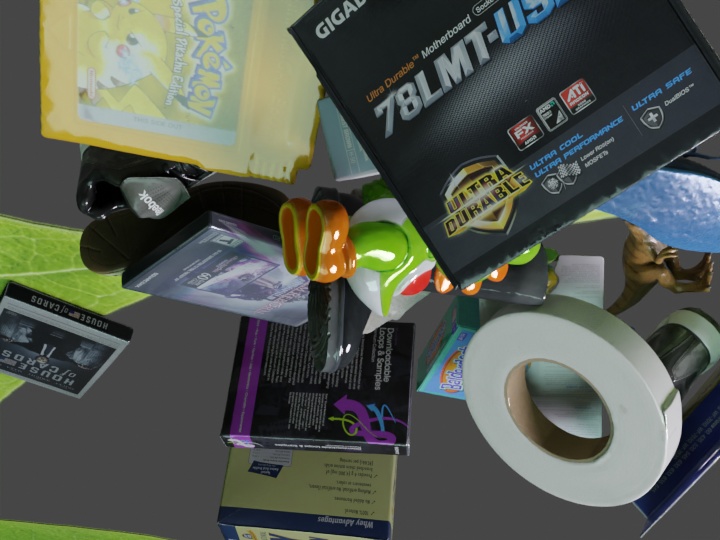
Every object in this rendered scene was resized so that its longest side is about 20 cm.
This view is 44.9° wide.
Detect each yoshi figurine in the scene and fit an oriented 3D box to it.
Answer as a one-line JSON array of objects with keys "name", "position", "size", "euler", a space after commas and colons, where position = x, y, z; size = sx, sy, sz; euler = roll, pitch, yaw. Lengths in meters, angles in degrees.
[{"name": "yoshi figurine", "position": [0.046, -0.044, 0.647], "size": [0.198, 0.113, 0.112], "euler": [-3, 146, -24]}]

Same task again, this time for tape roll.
[{"name": "tape roll", "position": [0.183, 0.117, 0.778], "size": [0.202, 0.037, 0.204], "euler": [23, 129, 31]}]

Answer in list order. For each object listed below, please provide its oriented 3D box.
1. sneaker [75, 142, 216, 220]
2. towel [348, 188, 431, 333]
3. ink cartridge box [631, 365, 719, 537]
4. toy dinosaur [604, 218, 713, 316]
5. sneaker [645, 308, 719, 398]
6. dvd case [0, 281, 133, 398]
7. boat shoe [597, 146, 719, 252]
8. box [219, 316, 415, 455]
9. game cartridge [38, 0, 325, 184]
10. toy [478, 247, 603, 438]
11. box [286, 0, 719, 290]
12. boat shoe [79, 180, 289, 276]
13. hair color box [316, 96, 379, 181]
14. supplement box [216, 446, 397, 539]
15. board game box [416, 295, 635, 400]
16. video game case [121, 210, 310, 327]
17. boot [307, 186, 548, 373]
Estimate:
[{"name": "sneaker", "position": [-0.151, -0.084, 0.703], "size": [0.198, 0.091, 0.067], "euler": [-11, 143, 23]}, {"name": "towel", "position": [0.000, 0.000, 0.851], "size": [0.132, 0.035, 0.200], "euler": [22, 143, -22]}, {"name": "ink cartridge box", "position": [0.326, 0.135, 0.813], "size": [0.198, 0.047, 0.199], "euler": [-56, 158, 21]}, {"name": "toy dinosaur", "position": [0.264, -0.001, 0.801], "size": [0.105, 0.061, 0.201], "euler": [11, 145, 15]}, {"name": "sneaker", "position": [0.264, 0.112, 0.820], "size": [0.066, 0.090, 0.201], "euler": [44, 156, 19]}, {"name": "dvd case", "position": [-0.378, 0.091, 1.055], "size": [0.149, 0.025, 0.200], "euler": [24, 141, -23]}, {"name": "boat shoe", "position": [0.223, -0.078, 0.675], "size": [0.198, 0.069, 0.084], "euler": [22, 131, -15]}, {"name": "box", "position": [-0.041, 0.122, 0.939], "size": [0.198, 0.144, 0.036], "euler": [1, 148, 8]}, {"name": "game cartridge", "position": [-0.118, -0.153, 0.601], "size": [0.198, 0.033, 0.178], "euler": [11, 126, -5]}, {"name": "toy", "position": [0.176, 0.069, 0.846], "size": [0.114, 0.047, 0.202], "euler": [1, 120, 15]}, {"name": "box", "position": [0.086, -0.122, 0.517], "size": [0.199, 0.050, 0.199], "euler": [-32, 93, 27]}, {"name": "boat shoe", "position": [-0.154, -0.035, 0.804], "size": [0.198, 0.074, 0.065], "euler": [-7, 171, 5]}, {"name": "hair color box", "position": [0.082, -0.115, 0.605], "size": [0.198, 0.061, 0.099], "euler": [-11, -175, 24]}, {"name": "supplement box", "position": [-0.055, 0.241, 1.063], "size": [0.198, 0.201, 0.135], "euler": [4, 146, 4]}, {"name": "board game box", "position": [0.176, 0.098, 0.953], "size": [0.198, 0.045, 0.153], "euler": [11, 144, -9]}, {"name": "video game case", "position": [-0.092, 0.005, 0.787], "size": [0.199, 0.019, 0.142], "euler": [17, 148, -39]}, {"name": "boot", "position": [0.059, 0.012, 0.721], "size": [0.198, 0.166, 0.066], "euler": [8, 151, -16]}]
